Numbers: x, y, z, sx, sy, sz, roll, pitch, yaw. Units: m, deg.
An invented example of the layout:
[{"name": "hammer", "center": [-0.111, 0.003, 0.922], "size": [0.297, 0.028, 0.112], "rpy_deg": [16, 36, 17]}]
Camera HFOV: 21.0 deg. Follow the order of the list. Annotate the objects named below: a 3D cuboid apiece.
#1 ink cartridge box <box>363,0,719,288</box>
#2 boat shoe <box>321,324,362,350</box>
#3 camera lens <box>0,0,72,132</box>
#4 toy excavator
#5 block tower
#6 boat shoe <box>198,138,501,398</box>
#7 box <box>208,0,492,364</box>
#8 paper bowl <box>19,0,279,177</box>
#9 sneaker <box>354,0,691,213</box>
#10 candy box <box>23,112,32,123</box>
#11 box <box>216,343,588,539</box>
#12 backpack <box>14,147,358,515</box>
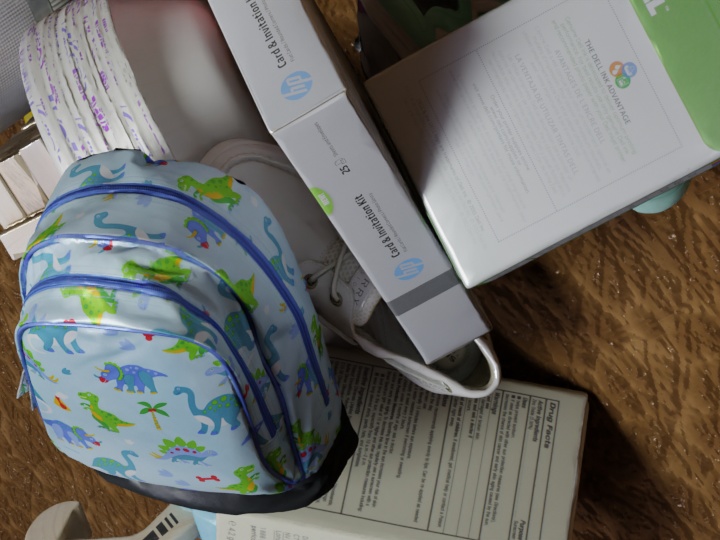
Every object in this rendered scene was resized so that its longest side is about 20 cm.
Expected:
[{"name": "ink cartridge box", "center": [0.113, -0.083, 0.861], "size": [0.104, 0.199, 0.059], "rpy_deg": [63, -169, 4]}, {"name": "boat shoe", "center": [-0.047, 0.029, 1.254], "size": [0.200, 0.074, 0.093], "rpy_deg": [48, 158, 14]}, {"name": "camera lens", "center": [-0.265, -0.153, 1.196], "size": [0.159, 0.200, 0.161], "rpy_deg": [32, 145, 26]}, {"name": "toy excavator", "center": [-0.107, 0.169, 1.343], "size": [0.194, 0.200, 0.100], "rpy_deg": [22, 139, 37]}, {"name": "block tower", "center": [-0.175, -0.076, 1.191], "size": [0.054, 0.200, 0.058], "rpy_deg": [-26, 108, 18]}, {"name": "boat shoe", "center": [0.000, 0.000, 1.022], "size": [0.199, 0.071, 0.069], "rpy_deg": [35, 179, -20]}, {"name": "box", "center": [-0.012, -0.068, 0.907], "size": [0.157, 0.041, 0.200], "rpy_deg": [65, -175, 37]}, {"name": "paper bowl", "center": [-0.098, -0.074, 1.109], "size": [0.202, 0.104, 0.201], "rpy_deg": [60, -170, -17]}, {"name": "sneaker", "center": [0.075, -0.078, 0.981], "size": [0.200, 0.078, 0.140], "rpy_deg": [44, 154, 16]}, {"name": "candy box", "center": [-0.170, -0.033, 1.319], "size": [0.200, 0.026, 0.103], "rpy_deg": [49, 155, 34]}, {"name": "box", "center": [0.023, 0.132, 1.133], "size": [0.198, 0.129, 0.109], "rpy_deg": [11, 142, 3]}, {"name": "backpack", "center": [-0.096, 0.033, 0.975], "size": [0.162, 0.154, 0.201], "rpy_deg": [11, 127, 17]}]
